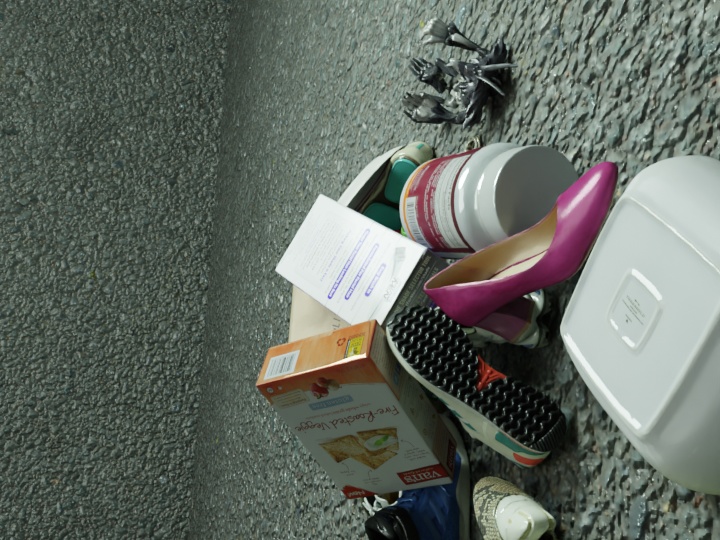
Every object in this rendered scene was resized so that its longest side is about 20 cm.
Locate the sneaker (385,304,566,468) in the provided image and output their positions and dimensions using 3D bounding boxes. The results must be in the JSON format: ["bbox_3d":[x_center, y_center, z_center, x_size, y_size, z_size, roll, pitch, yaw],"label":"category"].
[{"bbox_3d":[0.100,0.120,0.728,0.199,0.070,0.094,36,149,19],"label":"sneaker"}]

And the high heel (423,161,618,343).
[{"bbox_3d":[0.129,-0.021,0.624,0.068,0.095,0.201,-66,2,-54],"label":"high heel"}]

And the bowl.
[{"bbox_3d":[0.222,0.033,0.532,0.201,0.074,0.202,-115,36,-53],"label":"bowl"}]

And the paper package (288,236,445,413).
[{"bbox_3d":[0.009,0.072,0.933,0.188,0.103,0.203,-6,70,31],"label":"paper package"}]

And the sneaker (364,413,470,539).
[{"bbox_3d":[0.060,0.259,0.839,0.077,0.110,0.203,144,130,-58],"label":"sneaker"}]

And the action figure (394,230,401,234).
[{"bbox_3d":[0.042,0.047,1.060,0.065,0.051,0.203,167,106,-65],"label":"action figure"}]

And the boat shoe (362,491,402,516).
[{"bbox_3d":[0.041,0.288,0.926,0.075,0.085,0.205,-157,75,-69],"label":"boat shoe"}]

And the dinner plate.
[{"bbox_3d":[-0.004,-0.105,1.086,0.201,0.024,0.200,-52,-3,-4],"label":"dinner plate"}]

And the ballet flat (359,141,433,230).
[{"bbox_3d":[0.049,-0.109,1.077,0.200,0.069,0.070,124,146,-49],"label":"ballet flat"}]

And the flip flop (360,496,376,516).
[{"bbox_3d":[0.033,0.227,1.001,0.058,0.080,0.203,-129,42,-82],"label":"flip flop"}]

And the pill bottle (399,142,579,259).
[{"bbox_3d":[0.127,-0.067,0.762,0.200,0.113,0.116,-174,91,-70],"label":"pill bottle"}]

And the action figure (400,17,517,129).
[{"bbox_3d":[0.103,-0.227,0.899,0.120,0.101,0.200,-72,19,-2],"label":"action figure"}]

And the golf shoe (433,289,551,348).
[{"bbox_3d":[0.112,0.041,0.794,0.200,0.096,0.080,163,111,-69],"label":"golf shoe"}]

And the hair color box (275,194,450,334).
[{"bbox_3d":[0.000,0.000,0.843,0.199,0.065,0.110,31,90,48],"label":"hair color box"}]

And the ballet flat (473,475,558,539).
[{"bbox_3d":[0.155,0.257,0.646,0.076,0.067,0.202,100,160,-49],"label":"ballet flat"}]

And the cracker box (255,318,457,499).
[{"bbox_3d":[0.001,0.153,0.787,0.133,0.201,0.058,-17,34,26],"label":"cracker box"}]

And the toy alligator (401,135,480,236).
[{"bbox_3d":[0.091,-0.085,0.949,0.060,0.054,0.202,-111,33,-50],"label":"toy alligator"}]
